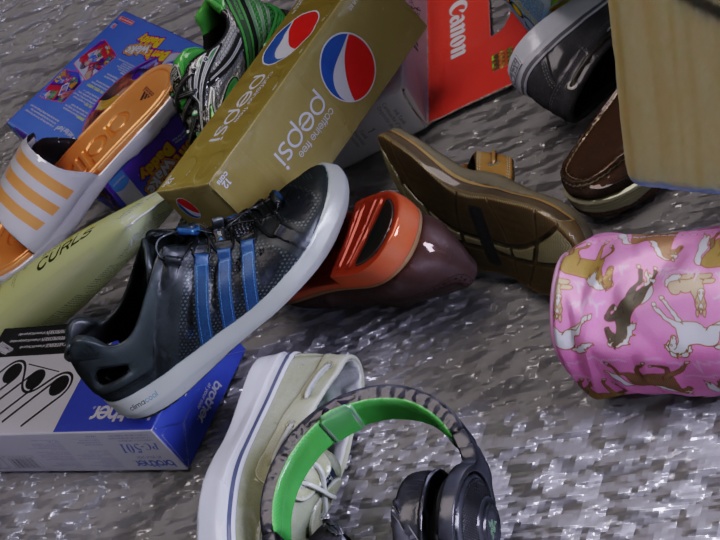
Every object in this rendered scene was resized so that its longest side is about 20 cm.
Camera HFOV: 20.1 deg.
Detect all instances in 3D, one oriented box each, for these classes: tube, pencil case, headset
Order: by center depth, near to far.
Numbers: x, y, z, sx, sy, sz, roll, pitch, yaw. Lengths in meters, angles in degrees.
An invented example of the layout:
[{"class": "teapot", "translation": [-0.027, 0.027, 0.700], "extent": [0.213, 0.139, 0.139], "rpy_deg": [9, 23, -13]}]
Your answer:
[{"class": "headset", "translation": [0.014, 0.142, 1.022], "extent": [0.123, 0.094, 0.201], "rpy_deg": [-29, 54, 7]}, {"class": "pencil case", "translation": [0.190, 0.016, 1.023], "extent": [0.199, 0.083, 0.087], "rpy_deg": [-9, 44, 38]}, {"class": "tube", "translation": [-0.189, -0.004, 1.375], "extent": [0.200, 0.052, 0.058], "rpy_deg": [-34, 46, 40]}]

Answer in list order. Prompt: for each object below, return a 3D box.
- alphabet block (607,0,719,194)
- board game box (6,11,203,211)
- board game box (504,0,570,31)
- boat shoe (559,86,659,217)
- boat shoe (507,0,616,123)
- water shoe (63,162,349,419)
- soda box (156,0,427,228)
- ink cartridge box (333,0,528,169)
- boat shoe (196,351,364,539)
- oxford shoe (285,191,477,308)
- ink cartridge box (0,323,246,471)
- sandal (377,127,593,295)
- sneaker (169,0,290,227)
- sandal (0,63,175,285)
[{"class": "alphabet block", "translation": [0.249, -0.153, 1.001], "extent": [0.194, 0.202, 0.196], "rpy_deg": [-20, 20, -40]}, {"class": "board game box", "translation": [-0.177, -0.122, 1.561], "extent": [0.134, 0.045, 0.200], "rpy_deg": [-45, 34, -10]}, {"class": "board game box", "translation": [0.124, -0.230, 1.266], "extent": [0.103, 0.105, 0.200], "rpy_deg": [-39, -6, -2]}, {"class": "boat shoe", "translation": [0.184, -0.123, 1.199], "extent": [0.202, 0.075, 0.075], "rpy_deg": [-46, 34, -12]}, {"class": "boat shoe", "translation": [0.185, -0.161, 1.258], "extent": [0.199, 0.070, 0.066], "rpy_deg": [-35, 61, -15]}, {"class": "water shoe", "translation": [-0.091, 0.001, 1.204], "extent": [0.200, 0.079, 0.072], "rpy_deg": [-46, 25, 2]}, {"class": "soda box", "translation": [-0.043, -0.106, 1.319], "extent": [0.068, 0.064, 0.201], "rpy_deg": [-5, 46, 54]}, {"class": "ink cartridge box", "translation": [0.035, -0.170, 1.425], "extent": [0.173, 0.044, 0.201], "rpy_deg": [-25, 36, 21]}, {"class": "boat shoe", "translation": [-0.043, 0.114, 1.135], "extent": [0.062, 0.072, 0.201], "rpy_deg": [-15, 39, 23]}, {"class": "oxford shoe", "translation": [0.000, 0.000, 1.245], "extent": [0.200, 0.072, 0.072], "rpy_deg": [-1, 64, 65]}, {"class": "ink cartridge box", "translation": [-0.175, 0.081, 1.320], "extent": [0.199, 0.044, 0.094], "rpy_deg": [-5, 47, 39]}, {"class": "sandal", "translation": [0.081, -0.040, 1.203], "extent": [0.054, 0.081, 0.199], "rpy_deg": [-33, 32, -23]}, {"class": "sneaker", "translation": [-0.101, -0.101, 1.400], "extent": [0.078, 0.085, 0.201], "rpy_deg": [-37, 37, 56]}, {"class": "sandal", "translation": [-0.214, -0.083, 1.456], "extent": [0.207, 0.059, 0.079], "rpy_deg": [-49, 35, -2]}]
